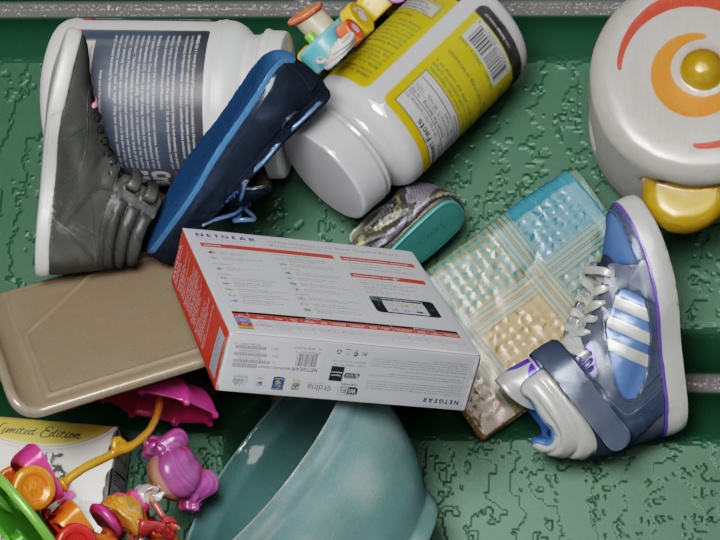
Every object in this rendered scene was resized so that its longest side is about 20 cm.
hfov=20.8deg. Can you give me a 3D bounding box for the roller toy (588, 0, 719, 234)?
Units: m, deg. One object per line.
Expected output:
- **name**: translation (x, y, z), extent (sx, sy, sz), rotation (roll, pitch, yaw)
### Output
- **roller toy**: translation (0.275, -0.140, 1.609), extent (0.200, 0.140, 0.183), rotation (-40, 72, -6)

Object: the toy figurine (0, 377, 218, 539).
- **toy figurine**: translation (-0.181, 0.166, 1.524), extent (0.184, 0.150, 0.201), rotation (-38, 100, -22)

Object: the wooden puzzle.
- **wooden puzzle**: translation (-0.192, 0.048, 1.542), extent (0.198, 0.038, 0.185), rotation (-12, 31, -15)

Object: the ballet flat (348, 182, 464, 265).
- **ballet flat**: translation (0.000, 0.000, 1.642), extent (0.200, 0.072, 0.072), rotation (-43, 73, -8)

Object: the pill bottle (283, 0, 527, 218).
- **pill bottle**: translation (0.036, -0.145, 1.636), extent (0.114, 0.115, 0.200), rotation (40, 71, 16)

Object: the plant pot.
- **plant pot**: translation (-0.025, 0.187, 1.527), extent (0.134, 0.200, 0.201), rotation (40, 79, -12)

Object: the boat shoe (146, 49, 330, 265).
- **boat shoe**: translation (-0.096, -0.077, 1.560), extent (0.068, 0.084, 0.200), rotation (30, 114, -22)

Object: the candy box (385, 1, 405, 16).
- **candy box**: translation (0.015, -0.317, 1.752), extent (0.102, 0.026, 0.200), rotation (-39, 73, -3)

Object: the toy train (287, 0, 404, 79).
- **toy train**: translation (0.011, -0.237, 1.626), extent (0.056, 0.150, 0.200), rotation (47, 68, -4)

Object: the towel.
- **towel**: translation (0.139, 0.027, 1.626), extent (0.199, 0.022, 0.147), rotation (-35, 80, -4)

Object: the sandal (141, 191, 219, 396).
- **sandal**: translation (-0.164, 0.022, 1.650), extent (0.081, 0.055, 0.201), rotation (-26, 72, -18)

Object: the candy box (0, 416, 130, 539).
- **candy box**: translation (-0.268, 0.224, 1.594), extent (0.135, 0.061, 0.202), rotation (3, 72, 6)

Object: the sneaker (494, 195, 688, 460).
- **sneaker**: translation (0.175, 0.051, 1.564), extent (0.145, 0.081, 0.202), rotation (-11, 95, -9)

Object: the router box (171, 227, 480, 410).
- **router box**: translation (-0.029, 0.035, 1.496), extent (0.198, 0.180, 0.049), rotation (6, 114, -19)

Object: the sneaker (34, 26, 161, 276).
- **sneaker**: translation (-0.206, -0.092, 1.573), extent (0.098, 0.071, 0.202), rotation (4, 102, -8)

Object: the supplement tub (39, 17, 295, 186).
- **supplement tub**: translation (-0.159, -0.141, 1.655), extent (0.198, 0.140, 0.142), rotation (2, 73, 7)
